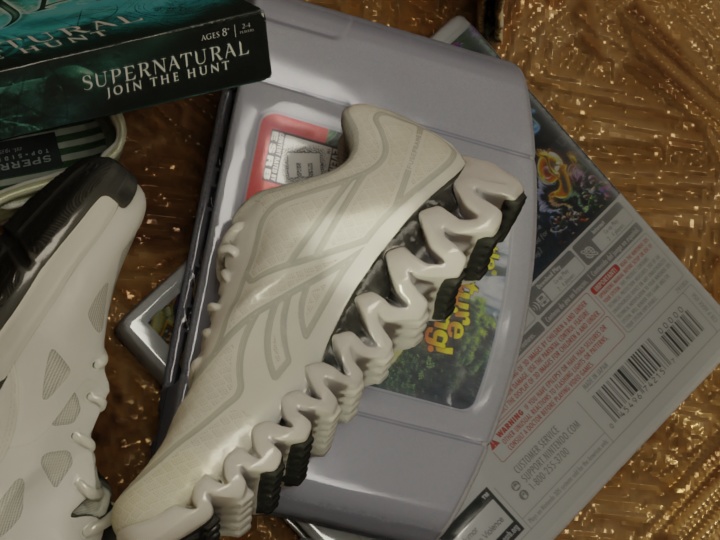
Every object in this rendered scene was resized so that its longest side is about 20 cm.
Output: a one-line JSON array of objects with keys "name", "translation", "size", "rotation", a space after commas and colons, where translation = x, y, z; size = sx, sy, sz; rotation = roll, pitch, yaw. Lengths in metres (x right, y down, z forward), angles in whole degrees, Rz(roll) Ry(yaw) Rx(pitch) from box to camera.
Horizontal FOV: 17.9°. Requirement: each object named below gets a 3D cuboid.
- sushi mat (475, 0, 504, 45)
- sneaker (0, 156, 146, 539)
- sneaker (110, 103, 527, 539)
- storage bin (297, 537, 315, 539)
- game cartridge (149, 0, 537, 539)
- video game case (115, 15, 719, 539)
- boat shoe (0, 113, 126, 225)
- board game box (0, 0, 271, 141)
[{"name": "sushi mat", "translation": [0.059, -0.202, 0.942], "size": [0.012, 0.096, 0.200], "rotation": [3, 77, 0]}, {"name": "sneaker", "translation": [-0.109, 0.065, 0.829], "size": [0.115, 0.076, 0.201], "rotation": [31, 92, -19]}, {"name": "sneaker", "translation": [-0.028, 0.022, 0.822], "size": [0.081, 0.075, 0.200], "rotation": [39, 67, 7]}, {"name": "storage bin", "translation": [-0.025, 0.198, 0.809], "size": [0.134, 0.146, 0.200], "rotation": [40, 68, 4]}, {"name": "game cartridge", "translation": [0.000, 0.000, 0.886], "size": [0.133, 0.041, 0.200], "rotation": [15, 74, -19]}, {"name": "video game case", "translation": [0.032, 0.025, 0.922], "size": [0.200, 0.023, 0.182], "rotation": [-44, 95, -21]}, {"name": "boat shoe", "translation": [-0.182, -0.036, 0.838], "size": [0.200, 0.062, 0.072], "rotation": [-17, 84, -22]}, {"name": "board game box", "translation": [-0.150, -0.076, 0.822], "size": [0.200, 0.135, 0.028], "rotation": [-15, 115, -23]}]
